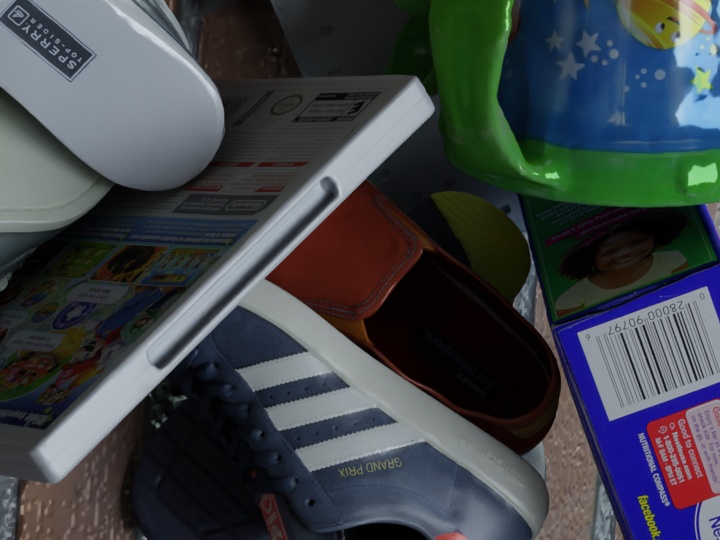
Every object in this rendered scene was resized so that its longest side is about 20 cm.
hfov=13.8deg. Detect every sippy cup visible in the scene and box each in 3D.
[{"bbox_3d":[0.100,-0.105,1.116,0.178,0.139,0.131,-75,166,-70],"label":"sippy cup"}]

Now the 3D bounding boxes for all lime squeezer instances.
[{"bbox_3d":[0.009,-0.104,1.168,0.200,0.070,0.038,98,2,-50],"label":"lime squeezer"}]

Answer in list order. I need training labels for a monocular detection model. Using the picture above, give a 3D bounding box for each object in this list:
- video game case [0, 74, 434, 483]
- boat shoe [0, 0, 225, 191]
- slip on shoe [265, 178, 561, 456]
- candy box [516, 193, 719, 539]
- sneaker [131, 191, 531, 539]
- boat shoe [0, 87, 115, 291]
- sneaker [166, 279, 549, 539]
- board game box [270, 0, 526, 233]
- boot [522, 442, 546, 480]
[{"bbox_3d":[-0.081,-0.002,1.059,0.200,0.143,0.018,-45,117,-27],"label":"video game case"},{"bbox_3d":[-0.124,-0.112,1.047,0.072,0.068,0.200,-42,118,12],"label":"boat shoe"},{"bbox_3d":[0.000,0.000,1.170,0.200,0.061,0.074,39,73,-3],"label":"slip on shoe"},{"bbox_3d":[0.124,0.045,1.189,0.200,0.077,0.170,-100,170,-69],"label":"candy box"},{"bbox_3d":[-0.010,0.055,1.236,0.200,0.074,0.082,-39,168,-17],"label":"sneaker"},{"bbox_3d":[-0.156,-0.016,1.057,0.200,0.073,0.062,-40,174,-47],"label":"boat shoe"},{"bbox_3d":[-0.027,0.069,1.144,0.085,0.200,0.075,-58,180,-21],"label":"sneaker"},{"bbox_3d":[0.074,-0.104,1.229,0.199,0.026,0.200,-20,133,3],"label":"board game box"},{"bbox_3d":[0.025,0.114,1.265,0.200,0.070,0.132,-57,168,-27],"label":"boot"}]
